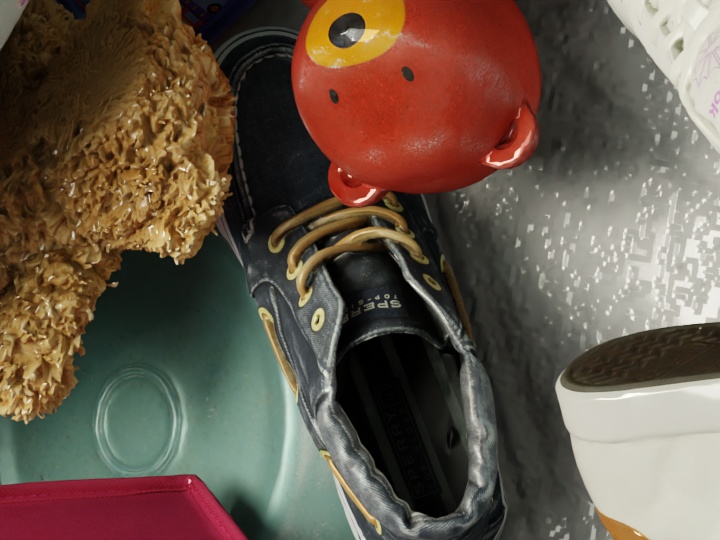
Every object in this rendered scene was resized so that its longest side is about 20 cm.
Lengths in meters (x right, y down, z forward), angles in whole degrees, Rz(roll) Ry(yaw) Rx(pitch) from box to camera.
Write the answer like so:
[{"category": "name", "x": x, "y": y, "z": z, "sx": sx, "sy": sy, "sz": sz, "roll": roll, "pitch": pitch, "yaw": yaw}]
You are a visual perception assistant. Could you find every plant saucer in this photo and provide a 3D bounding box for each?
[{"category": "plant saucer", "x": -0.070, "y": 0.055, "z": 0.958, "sx": 0.199, "sy": 0.036, "sz": 0.201, "roll": -3, "pitch": 85, "yaw": 36}]

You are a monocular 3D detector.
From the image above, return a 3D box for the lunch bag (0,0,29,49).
[{"category": "lunch bag", "x": -0.171, "y": -0.085, "z": 0.840, "sx": 0.171, "sy": 0.122, "sz": 0.200, "roll": -52, "pitch": 31, "yaw": 22}]

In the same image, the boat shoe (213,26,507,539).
[{"category": "boat shoe", "x": 0.000, "y": 0.000, "z": 0.867, "sx": 0.071, "sy": 0.091, "sz": 0.201, "roll": -21, "pitch": 76, "yaw": -6}]

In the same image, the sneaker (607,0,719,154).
[{"category": "sneaker", "x": 0.122, "y": -0.074, "z": 0.787, "sx": 0.200, "sy": 0.099, "sz": 0.075, "roll": 46, "pitch": 116, "yaw": 33}]

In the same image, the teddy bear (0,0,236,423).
[{"category": "teddy bear", "x": -0.113, "y": -0.020, "z": 0.896, "sx": 0.200, "sy": 0.067, "sz": 0.145, "roll": -43, "pitch": 44, "yaw": 23}]

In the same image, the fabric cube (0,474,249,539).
[{"category": "fabric cube", "x": -0.119, "y": 0.199, "z": 0.825, "sx": 0.196, "sy": 0.199, "sz": 0.200, "roll": 48, "pitch": 132, "yaw": 53}]

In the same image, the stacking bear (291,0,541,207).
[{"category": "stacking bear", "x": 0.014, "y": -0.122, "z": 0.848, "sx": 0.121, "sy": 0.114, "sz": 0.201, "roll": -11, "pitch": 72, "yaw": 23}]

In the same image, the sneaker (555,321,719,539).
[{"category": "sneaker", "x": 0.159, "y": 0.056, "z": 0.782, "sx": 0.199, "sy": 0.073, "sz": 0.085, "roll": -5, "pitch": 108, "yaw": 33}]

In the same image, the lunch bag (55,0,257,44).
[{"category": "lunch bag", "x": -0.109, "y": -0.137, "z": 0.983, "sx": 0.200, "sy": 0.094, "sz": 0.151, "roll": -46, "pitch": 65, "yaw": 38}]
